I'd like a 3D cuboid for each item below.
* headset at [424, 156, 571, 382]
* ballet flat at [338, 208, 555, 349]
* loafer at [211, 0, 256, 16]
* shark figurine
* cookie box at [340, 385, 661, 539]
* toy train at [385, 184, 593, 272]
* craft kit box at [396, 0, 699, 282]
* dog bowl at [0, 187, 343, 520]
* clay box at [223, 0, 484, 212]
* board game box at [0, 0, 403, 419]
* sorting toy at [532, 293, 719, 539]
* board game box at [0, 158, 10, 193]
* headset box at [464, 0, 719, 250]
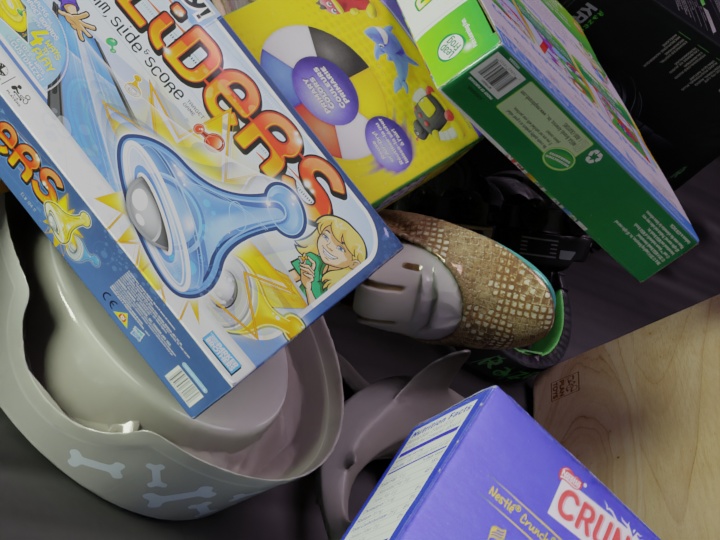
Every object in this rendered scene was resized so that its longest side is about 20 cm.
[{"bbox_3d":[0.077,-0.036,1.348,0.123,0.094,0.200,11,56,-51],"label":"headset"},{"bbox_3d":[0.000,0.000,1.158,0.200,0.071,0.065,20,31,28],"label":"ballet flat"},{"bbox_3d":[-0.115,-0.188,1.135,0.200,0.072,0.063,48,35,-18],"label":"loafer"},{"bbox_3d":[0.022,0.078,1.135,0.128,0.089,0.214,50,25,3],"label":"shark figurine"},{"bbox_3d":[0.053,0.181,0.975,0.171,0.075,0.200,43,57,-12],"label":"cookie box"},{"bbox_3d":[0.037,-0.024,1.267,0.200,0.046,0.034,6,5,-21],"label":"toy train"},{"bbox_3d":[0.082,-0.115,1.223,0.200,0.049,0.198,40,23,-41],"label":"craft kit box"},{"bbox_3d":[-0.099,0.025,1.049,0.200,0.059,0.200,35,31,-26],"label":"dog bowl"},{"bbox_3d":[-0.035,-0.069,1.099,0.115,0.048,0.200,54,41,2],"label":"clay box"},{"bbox_3d":[-0.086,-0.052,0.985,0.200,0.034,0.135,51,43,-1],"label":"board game box"},{"bbox_3d":[0.197,0.104,1.254,0.070,0.199,0.200,54,23,-28],"label":"sorting toy"},{"bbox_3d":[-0.193,-0.067,0.958,0.096,0.030,0.200,49,36,15],"label":"board game box"},{"bbox_3d":[0.148,-0.123,1.475,0.200,0.174,0.093,28,34,-38],"label":"headset box"}]
